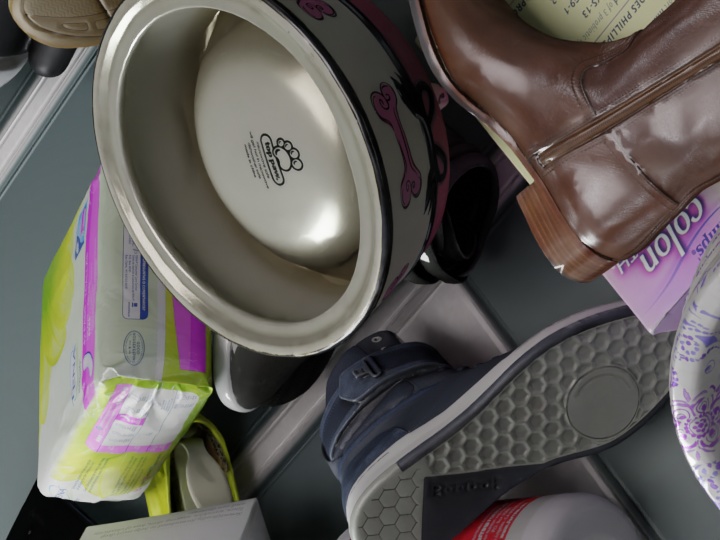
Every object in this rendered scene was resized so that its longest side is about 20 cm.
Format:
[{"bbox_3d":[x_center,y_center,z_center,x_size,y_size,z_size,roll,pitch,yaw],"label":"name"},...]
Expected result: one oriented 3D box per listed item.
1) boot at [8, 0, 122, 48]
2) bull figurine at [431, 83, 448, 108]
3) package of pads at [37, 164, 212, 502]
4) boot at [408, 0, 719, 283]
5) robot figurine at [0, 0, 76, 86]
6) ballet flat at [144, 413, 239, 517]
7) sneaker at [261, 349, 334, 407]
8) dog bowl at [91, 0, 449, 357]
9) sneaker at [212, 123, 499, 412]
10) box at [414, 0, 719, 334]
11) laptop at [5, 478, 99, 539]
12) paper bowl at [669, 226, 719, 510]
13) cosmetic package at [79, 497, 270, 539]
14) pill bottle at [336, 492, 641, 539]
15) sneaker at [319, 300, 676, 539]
[{"bbox_3d":[-0.108,-0.215,1.152,0.200,0.072,0.155,-33,44,9],"label":"boot"},{"bbox_3d":[-0.042,-0.121,1.158,0.200,0.065,0.122,7,94,37],"label":"bull figurine"},{"bbox_3d":[-0.136,0.037,1.244,0.200,0.068,0.155,127,145,-60],"label":"package of pads"},{"bbox_3d":[0.130,-0.116,0.959,0.200,0.064,0.187,-37,78,37],"label":"boot"},{"bbox_3d":[-0.239,-0.202,1.348,0.200,0.125,0.150,-60,36,28],"label":"robot figurine"},{"bbox_3d":[-0.089,0.178,1.299,0.067,0.067,0.200,-28,74,61],"label":"ballet flat"},{"bbox_3d":[-0.064,-0.027,1.261,0.115,0.075,0.200,11,93,44],"label":"sneaker"},{"bbox_3d":[-0.040,-0.061,1.076,0.200,0.074,0.200,23,126,36],"label":"dog bowl"},{"bbox_3d":[0.000,0.000,1.165,0.099,0.071,0.200,28,85,37],"label":"sneaker"},{"bbox_3d":[0.156,-0.105,1.041,0.200,0.097,0.176,53,125,23],"label":"box"},{"bbox_3d":[-0.183,0.261,1.378,0.200,0.116,0.187,64,164,-18],"label":"laptop"},{"bbox_3d":[0.242,0.035,0.952,0.200,0.104,0.201,9,121,15],"label":"paper bowl"},{"bbox_3d":[-0.089,0.240,1.241,0.113,0.081,0.200,-9,109,12],"label":"cosmetic package"},{"bbox_3d":[0.049,0.182,1.158,0.200,0.112,0.112,-12,88,41],"label":"pill bottle"},{"bbox_3d":[0.068,0.058,1.149,0.202,0.146,0.077,-31,112,1],"label":"sneaker"}]
